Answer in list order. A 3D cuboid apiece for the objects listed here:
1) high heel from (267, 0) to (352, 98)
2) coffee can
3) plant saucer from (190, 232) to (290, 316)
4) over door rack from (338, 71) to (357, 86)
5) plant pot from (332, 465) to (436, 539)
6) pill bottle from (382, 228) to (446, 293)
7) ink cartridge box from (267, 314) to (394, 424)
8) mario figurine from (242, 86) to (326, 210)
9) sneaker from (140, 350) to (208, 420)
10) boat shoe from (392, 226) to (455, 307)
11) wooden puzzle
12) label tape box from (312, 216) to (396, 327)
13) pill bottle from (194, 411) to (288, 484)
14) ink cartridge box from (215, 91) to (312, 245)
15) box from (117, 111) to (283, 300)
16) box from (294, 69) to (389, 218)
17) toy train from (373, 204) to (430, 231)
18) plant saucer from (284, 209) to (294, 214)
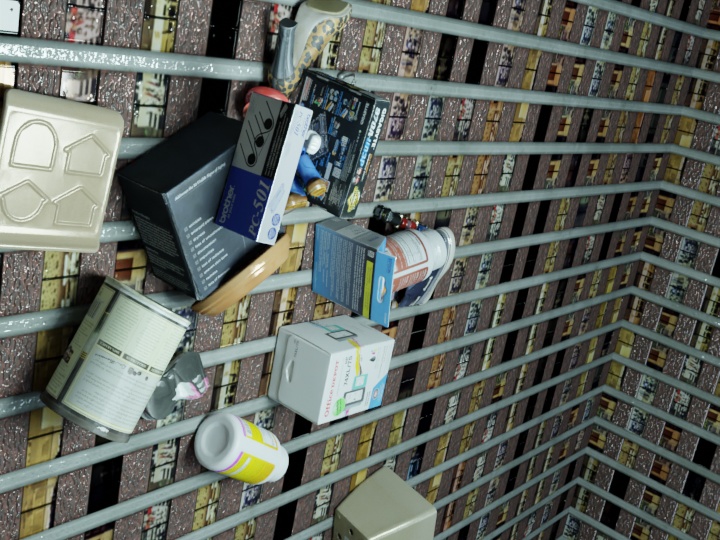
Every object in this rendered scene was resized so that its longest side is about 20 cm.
[{"bbox_3d":[-0.084,-0.374,1.526,0.199,0.071,0.144,-38,151,-44],"label":"high heel"},{"bbox_3d":[-0.362,0.132,1.346,0.203,0.145,0.146,-62,145,-7],"label":"coffee can"},{"bbox_3d":[-0.190,0.012,1.483,0.200,0.199,0.038,-42,100,-31],"label":"plant saucer"},{"bbox_3d":[-0.034,-0.234,1.636,0.148,0.065,0.203,59,40,-50],"label":"over door rack"},{"bbox_3d":[0.042,0.618,2.127,0.175,0.199,0.204,-13,119,-36],"label":"plant pot"},{"bbox_3d":[0.079,-0.020,1.854,0.197,0.112,0.114,-19,124,-35],"label":"pill bottle"},{"bbox_3d":[-0.058,0.191,1.783,0.198,0.144,0.150,-8,115,-50],"label":"ink cartridge box"},{"bbox_3d":[-0.136,-0.202,1.450,0.122,0.203,0.106,-25,173,-15],"label":"mario figurine"},{"bbox_3d":[-0.329,0.190,1.493,0.199,0.085,0.082,-23,100,-67],"label":"sneaker"},{"bbox_3d":[0.134,-0.001,1.972,0.092,0.074,0.203,-12,132,-45],"label":"boat shoe"},{"bbox_3d":[-0.419,-0.130,1.220,0.184,0.046,0.204,2,102,-54],"label":"wooden puzzle"},{"bbox_3d":[0.000,0.000,1.709,0.066,0.198,0.146,-23,126,-46],"label":"label tape box"},{"bbox_3d":[-0.215,0.339,1.693,0.106,0.103,0.200,-61,144,-8],"label":"pill bottle"},{"bbox_3d":[-0.142,-0.150,1.323,0.044,0.093,0.204,9,100,-54],"label":"ink cartridge box"},{"bbox_3d":[-0.240,-0.103,1.399,0.200,0.123,0.199,-41,138,-33],"label":"box"},{"bbox_3d":[-0.051,-0.208,1.487,0.046,0.157,0.204,-6,118,-54],"label":"box"},{"bbox_3d":[0.096,-0.099,1.915,0.199,0.045,0.035,18,95,-55],"label":"toy train"},{"bbox_3d":[-0.125,-0.186,1.584,0.199,0.036,0.204,-29,130,-42],"label":"plant saucer"}]
